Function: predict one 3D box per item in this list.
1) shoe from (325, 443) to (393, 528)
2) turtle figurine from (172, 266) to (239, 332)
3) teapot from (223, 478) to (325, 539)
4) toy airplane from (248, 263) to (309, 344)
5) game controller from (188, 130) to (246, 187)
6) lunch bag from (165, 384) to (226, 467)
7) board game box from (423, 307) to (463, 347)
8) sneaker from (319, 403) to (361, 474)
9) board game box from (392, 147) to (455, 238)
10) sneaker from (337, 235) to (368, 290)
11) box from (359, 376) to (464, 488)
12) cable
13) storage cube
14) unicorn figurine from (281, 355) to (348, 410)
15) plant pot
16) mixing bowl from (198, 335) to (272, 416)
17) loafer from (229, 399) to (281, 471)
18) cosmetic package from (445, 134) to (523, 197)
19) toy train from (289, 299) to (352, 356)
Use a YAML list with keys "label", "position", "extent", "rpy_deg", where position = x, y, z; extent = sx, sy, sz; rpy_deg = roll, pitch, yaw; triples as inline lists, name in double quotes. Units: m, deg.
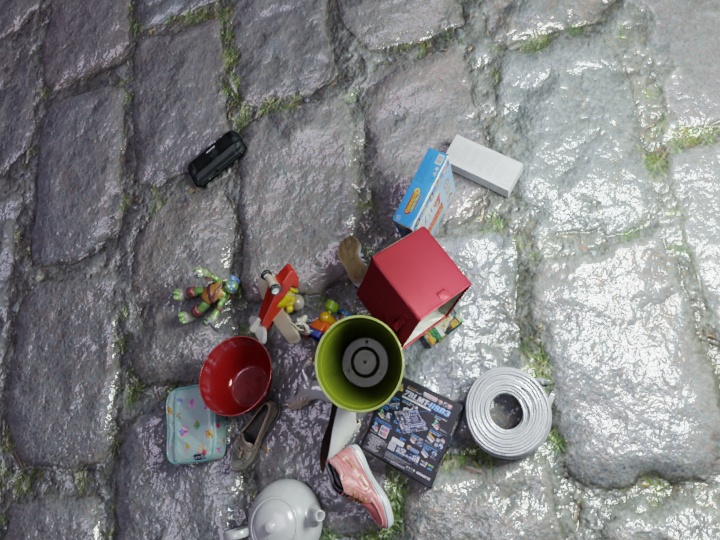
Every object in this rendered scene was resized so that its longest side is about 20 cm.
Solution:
- label: "shoe"
  position: [-0.006, 0.514, 1.246]
  extent: [0.089, 0.072, 0.203]
  rpy_deg: [-15, 67, -38]
- label: "turtle figurine"
  position: [-0.440, 0.075, 1.462]
  extent: [0.190, 0.146, 0.202]
  rpy_deg: [-21, 26, 27]
- label: "teapot"
  position: [-0.192, 0.592, 1.260]
  extent: [0.194, 0.146, 0.203]
  rpy_deg: [30, 85, 21]
- label: "toy airplane"
  position: [-0.213, 0.098, 1.426]
  extent: [0.197, 0.138, 0.207]
  rpy_deg: [-16, 76, 50]
- label: "game controller"
  position: [-0.444, -0.345, 1.658]
  extent: [0.198, 0.042, 0.105]
  rpy_deg: [-38, 54, 2]
- label: "lunch bag"
  position: [-0.436, 0.408, 1.416]
  extent: [0.155, 0.077, 0.206]
  rpy_deg: [-10, 72, 12]
- label: "board game box"
  position: [0.163, 0.082, 1.374]
  extent: [0.104, 0.023, 0.202]
  rpy_deg: [-38, 69, 5]
- label: "sneaker"
  position: [-0.042, 0.403, 1.315]
  extent: [0.082, 0.073, 0.206]
  rpy_deg: [14, 96, -20]
- label: "board game box"
  position: [0.165, -0.167, 1.350]
  extent: [0.055, 0.196, 0.204]
  rpy_deg: [25, 81, 20]
- label: "sneaker"
  position: [0.000, 0.000, 1.424]
  extent: [0.069, 0.109, 0.202]
  rpy_deg: [-30, 39, 7]
- label: "box"
  position: [0.122, 0.376, 1.287]
  extent: [0.196, 0.050, 0.203]
  rpy_deg: [21, 80, 21]
- label: "cable"
  position: [0.336, 0.325, 1.231]
  extent: [0.194, 0.069, 0.206]
  rpy_deg: [11, 78, 18]
- label: "storage cube"
  position: [0.118, 0.044, 1.255]
  extent: [0.197, 0.172, 0.181]
  rpy_deg: [-29, 70, -28]
- label: "unicorn figurine"
  position: [-0.111, 0.293, 1.360]
  extent: [0.194, 0.074, 0.142]
  rpy_deg: [8, 76, 18]
- label: "plant pot"
  position: [0.004, 0.216, 1.252]
  extent: [0.194, 0.193, 0.207]
  rpy_deg: [-1, 81, 5]
- label: "mixing bowl"
  position: [-0.304, 0.285, 1.389]
  extent: [0.194, 0.109, 0.206]
  rpy_deg: [-6, 62, 11]
- label: "loafer"
  position: [-0.279, 0.419, 1.377]
  extent: [0.071, 0.063, 0.203]
  rpy_deg: [31, 84, 20]
- label: "cosmetic package"
  position: [0.319, -0.275, 1.415]
  extent: [0.197, 0.051, 0.084]
  rpy_deg: [31, 82, 21]
- label: "toy train"
  position: [-0.091, 0.123, 1.341]
  extent: [0.083, 0.200, 0.118]
  rpy_deg: [14, 68, 38]
